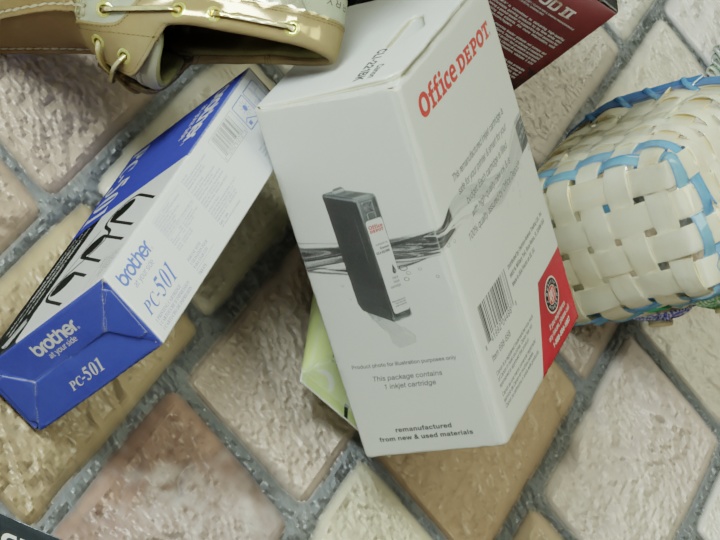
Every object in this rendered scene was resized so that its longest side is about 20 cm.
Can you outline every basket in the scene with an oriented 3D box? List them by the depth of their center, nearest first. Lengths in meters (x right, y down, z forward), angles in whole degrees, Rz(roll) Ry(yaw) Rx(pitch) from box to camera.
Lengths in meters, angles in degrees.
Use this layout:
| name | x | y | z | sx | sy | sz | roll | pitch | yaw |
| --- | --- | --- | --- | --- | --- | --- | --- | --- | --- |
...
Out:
| name | x | y | z | sx | sy | sz | roll | pitch | yaw |
| --- | --- | --- | --- | --- | --- | --- | --- | --- | --- |
| basket | 0.200 | -0.048 | 1.594 | 0.200 | 0.176 | 0.140 | -37 | 106 | -42 |

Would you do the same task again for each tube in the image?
| name | x | y | z | sx | sy | sz | roll | pitch | yaw |
| --- | --- | --- | --- | --- | --- | --- | --- | --- | --- |
| tube | 0.000 | 0.000 | 1.419 | 0.058 | 0.052 | 0.201 | 10 | 51 | -6 |

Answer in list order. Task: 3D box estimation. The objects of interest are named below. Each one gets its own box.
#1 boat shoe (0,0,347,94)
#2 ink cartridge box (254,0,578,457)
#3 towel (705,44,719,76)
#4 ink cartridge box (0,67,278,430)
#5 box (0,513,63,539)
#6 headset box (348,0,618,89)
| name | x | y | z | sx | sy | sz | roll | pitch | yaw |
| --- | --- | --- | --- | --- | --- | --- | --- | --- | --- |
| boat shoe | -0.103 | -0.123 | 1.292 | 0.074 | 0.198 | 0.067 | 44 | 42 | -70 |
| ink cartridge box | 0.033 | -0.028 | 1.343 | 0.144 | 0.083 | 0.201 | -53 | 131 | -57 |
| towel | 0.334 | -0.117 | 1.935 | 0.150 | 0.031 | 0.200 | 60 | 32 | 3 |
| ink cartridge box | -0.103 | -0.014 | 1.263 | 0.044 | 0.094 | 0.200 | 47 | 35 | -13 |
| box | -0.102 | 0.208 | 1.119 | 0.199 | 0.046 | 0.160 | 29 | 42 | -32 |
| headset box | 0.061 | -0.174 | 1.500 | 0.075 | 0.200 | 0.149 | 28 | 43 | -33 |
